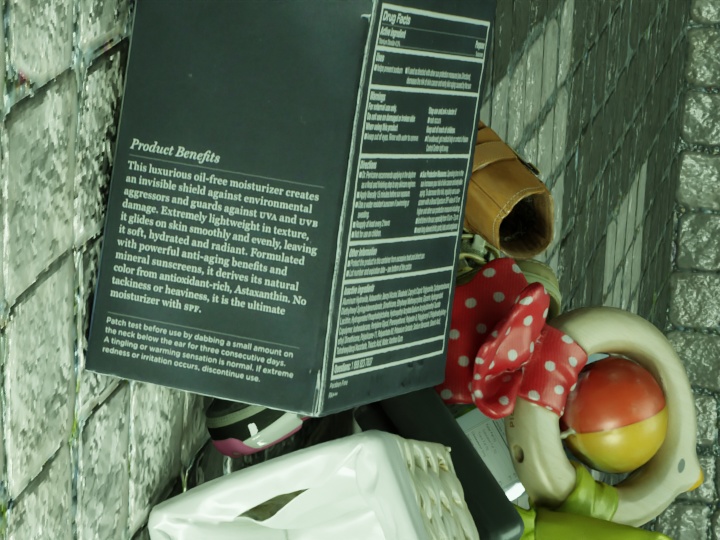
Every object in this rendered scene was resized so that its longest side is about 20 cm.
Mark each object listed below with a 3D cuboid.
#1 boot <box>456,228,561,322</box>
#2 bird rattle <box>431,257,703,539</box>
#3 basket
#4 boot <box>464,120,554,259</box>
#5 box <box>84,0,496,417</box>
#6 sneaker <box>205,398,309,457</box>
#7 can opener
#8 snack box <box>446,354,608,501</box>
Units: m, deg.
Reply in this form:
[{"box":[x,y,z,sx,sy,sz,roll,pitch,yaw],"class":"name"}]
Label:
[{"box":[0.072,-0.009,1.755,0.200,0.072,0.155,-36,-146,55],"class":"boot"},{"box":[0.119,0.085,1.554,0.163,0.112,0.201,-19,87,-37],"class":"bird rattle"},{"box":[-0.001,0.191,1.365,0.123,0.135,0.201,8,64,-70],"class":"basket"},{"box":[0.059,-0.068,1.597,0.077,0.155,0.200,-52,161,2],"class":"boot"},{"box":[-0.028,-0.046,1.286,0.200,0.123,0.200,-6,105,-72],"class":"box"},{"box":[-0.035,0.004,1.442,0.087,0.074,0.200,43,67,-25],"class":"sneaker"},{"box":[0.012,0.082,1.510,0.066,0.200,0.053,-29,166,-36],"class":"can opener"},{"box":[0.075,0.111,1.702,0.068,0.199,0.169,59,17,0],"class":"snack box"}]
